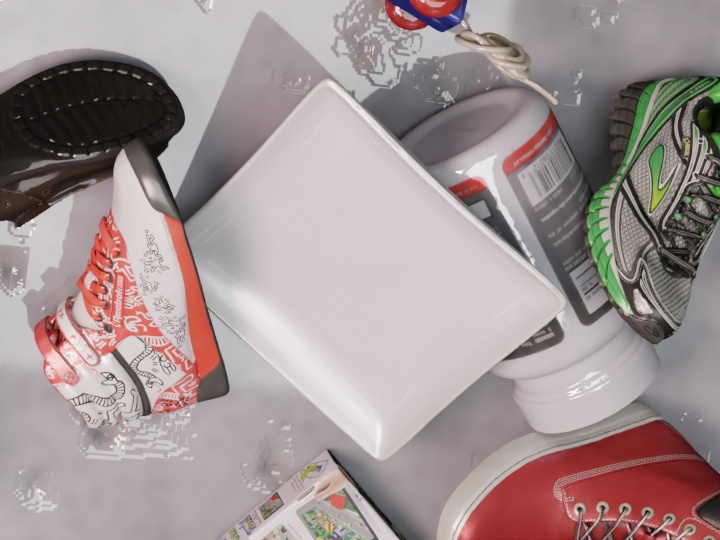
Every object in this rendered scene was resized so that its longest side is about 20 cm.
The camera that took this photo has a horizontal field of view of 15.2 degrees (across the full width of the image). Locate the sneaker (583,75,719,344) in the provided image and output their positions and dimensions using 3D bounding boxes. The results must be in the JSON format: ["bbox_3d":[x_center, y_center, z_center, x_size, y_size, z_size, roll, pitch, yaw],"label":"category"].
[{"bbox_3d":[0.193,-0.045,1.657,0.085,0.200,0.078,-13,139,34],"label":"sneaker"}]

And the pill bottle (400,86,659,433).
[{"bbox_3d":[0.104,-0.004,1.692,0.116,0.116,0.200,-29,109,-3],"label":"pill bottle"}]

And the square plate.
[{"bbox_3d":[0.000,0.000,1.654,0.198,0.028,0.200,42,130,-6],"label":"square plate"}]

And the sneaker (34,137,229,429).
[{"bbox_3d":[-0.151,0.016,1.642,0.108,0.067,0.201,-17,133,-5],"label":"sneaker"}]

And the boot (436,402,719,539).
[{"bbox_3d":[0.159,0.163,1.700,0.200,0.144,0.072,-20,134,-33],"label":"boot"}]

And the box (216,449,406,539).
[{"bbox_3d":[0.000,0.226,1.776,0.110,0.035,0.200,-39,110,0],"label":"box"}]

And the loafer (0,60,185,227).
[{"bbox_3d":[-0.204,-0.069,1.639,0.200,0.073,0.071,-17,151,-14],"label":"loafer"}]

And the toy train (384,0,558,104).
[{"bbox_3d":[0.061,-0.200,1.641,0.200,0.085,0.116,30,84,-9],"label":"toy train"}]
